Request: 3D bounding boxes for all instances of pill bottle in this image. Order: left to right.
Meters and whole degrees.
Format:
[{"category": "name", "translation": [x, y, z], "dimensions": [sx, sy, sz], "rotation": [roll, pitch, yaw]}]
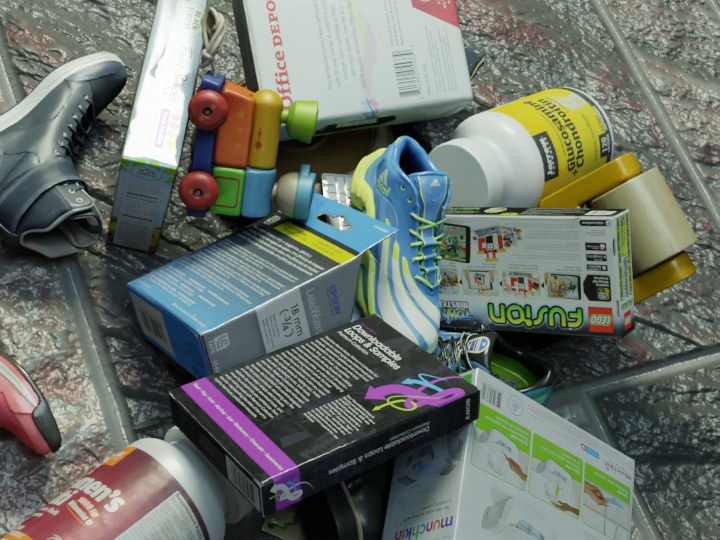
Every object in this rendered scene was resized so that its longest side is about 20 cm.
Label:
[{"category": "pill bottle", "translation": [-0.176, 0.200, 0.992], "dimensions": [0.200, 0.110, 0.110], "rotation": [-36, 77, -32]}, {"category": "pill bottle", "translation": [0.154, -0.109, 1.266], "dimensions": [0.200, 0.112, 0.112], "rotation": [-24, 70, -43]}]

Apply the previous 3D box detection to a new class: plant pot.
[{"category": "plant pot", "translation": [-0.064, -0.132, 1.250], "dimensions": [0.200, 0.028, 0.200], "rotation": [3, 52, -4]}]

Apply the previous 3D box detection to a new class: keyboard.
[{"category": "keyboard", "translation": [0.000, 0.000, 1.156], "dimensions": [0.056, 0.011, 0.200], "rotation": [6, 61, -23]}]

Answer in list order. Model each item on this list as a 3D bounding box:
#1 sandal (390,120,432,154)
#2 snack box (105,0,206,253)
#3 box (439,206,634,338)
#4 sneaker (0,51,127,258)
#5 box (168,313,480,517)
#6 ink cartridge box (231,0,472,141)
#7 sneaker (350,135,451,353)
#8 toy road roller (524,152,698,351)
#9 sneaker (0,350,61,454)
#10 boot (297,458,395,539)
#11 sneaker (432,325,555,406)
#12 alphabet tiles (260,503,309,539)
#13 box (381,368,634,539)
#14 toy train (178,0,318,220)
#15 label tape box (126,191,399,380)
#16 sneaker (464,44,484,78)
[{"category": "sandal", "translation": [0.042, -0.083, 1.280], "dimensions": [0.075, 0.048, 0.201], "rotation": [13, 46, -10]}, {"category": "snack box", "translation": [-0.184, -0.137, 1.170], "dimensions": [0.053, 0.142, 0.200], "rotation": [13, 57, -11]}, {"category": "box", "translation": [0.144, -0.001, 1.156], "dimensions": [0.035, 0.200, 0.110], "rotation": [-23, 112, -54]}, {"category": "sneaker", "translation": [-0.256, -0.100, 1.153], "dimensions": [0.146, 0.077, 0.202], "rotation": [39, 65, 19]}, {"category": "box", "translation": [-0.027, 0.106, 0.998], "dimensions": [0.200, 0.036, 0.143], "rotation": [-21, 35, -28]}, {"category": "ink cartridge box", "translation": [-0.011, -0.209, 1.207], "dimensions": [0.200, 0.083, 0.146], "rotation": [-9, 87, -13]}, {"category": "sneaker", "translation": [0.039, -0.029, 1.119], "dimensions": [0.076, 0.105, 0.200], "rotation": [-2, 64, -25]}, {"category": "toy road roller", "translation": [0.222, -0.022, 1.218], "dimensions": [0.123, 0.200, 0.146], "rotation": [62, 29, 3]}, {"category": "sneaker", "translation": [-0.328, 0.093, 1.040], "dimensions": [0.200, 0.074, 0.087], "rotation": [40, 70, 11]}, {"category": "boot", "translation": [0.003, 0.146, 1.112], "dimensions": [0.138, 0.077, 0.200], "rotation": [-5, 70, -31]}, {"category": "sneaker", "translation": [0.085, 0.077, 1.168], "dimensions": [0.200, 0.089, 0.079], "rotation": [14, 57, -8]}, {"category": "alphabet tiles", "translation": [0.002, 0.182, 1.128], "dimensions": [0.200, 0.006, 0.167], "rotation": [24, 55, -4]}, {"category": "box", "translation": [0.127, 0.207, 1.061], "dimensions": [0.200, 0.097, 0.177], "rotation": [31, 53, -29]}, {"category": "toy train", "translation": [-0.087, -0.141, 1.104], "dimensions": [0.116, 0.200, 0.085], "rotation": [8, 17, -4]}, {"category": "label tape box", "translation": [-0.079, 0.014, 1.108], "dimensions": [0.200, 0.063, 0.144], "rotation": [-27, 31, -24]}, {"category": "sneaker", "translation": [0.057, -0.256, 1.359], "dimensions": [0.146, 0.077, 0.202], "rotation": [21, 48, -16]}]
